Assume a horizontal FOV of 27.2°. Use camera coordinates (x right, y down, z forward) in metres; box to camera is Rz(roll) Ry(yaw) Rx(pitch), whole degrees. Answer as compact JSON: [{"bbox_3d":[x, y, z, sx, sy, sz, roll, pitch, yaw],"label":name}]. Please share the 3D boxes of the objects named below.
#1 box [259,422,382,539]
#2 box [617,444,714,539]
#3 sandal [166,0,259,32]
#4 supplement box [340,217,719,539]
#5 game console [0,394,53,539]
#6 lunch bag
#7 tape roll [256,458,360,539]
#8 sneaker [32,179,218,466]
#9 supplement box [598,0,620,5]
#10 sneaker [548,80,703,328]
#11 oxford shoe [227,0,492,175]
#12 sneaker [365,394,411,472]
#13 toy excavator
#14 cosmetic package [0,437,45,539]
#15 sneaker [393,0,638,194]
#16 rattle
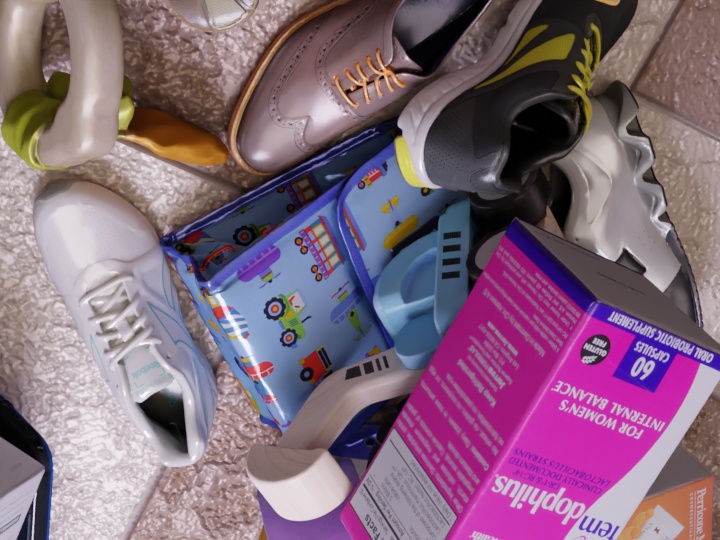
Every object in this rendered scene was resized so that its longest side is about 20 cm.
[{"bbox_3d":[-0.010,0.191,1.047,0.118,0.042,0.201,10,108,-16],"label":"box"},{"bbox_3d":[0.132,0.195,1.021,0.199,0.097,0.125,-16,119,-19],"label":"box"},{"bbox_3d":[-0.086,-0.237,0.833,0.080,0.054,0.202,-1,107,9],"label":"sandal"},{"bbox_3d":[0.089,0.092,0.804,0.101,0.103,0.201,21,107,-30],"label":"supplement box"},{"bbox_3d":[-0.286,0.170,0.939,0.118,0.170,0.201,-10,118,-37],"label":"game console"},{"bbox_3d":[0.000,0.000,0.951,0.199,0.094,0.151,-34,118,-12],"label":"lunch bag"},{"bbox_3d":[-0.006,0.223,0.928,0.065,0.200,0.201,-17,116,-3],"label":"tape roll"},{"bbox_3d":[-0.140,0.034,0.928,0.070,0.080,0.201,-26,114,2],"label":"sneaker"},{"bbox_3d":[0.075,-0.218,0.797,0.110,0.200,0.086,16,108,-18],"label":"supplement box"},{"bbox_3d":[0.162,-0.016,0.978,0.088,0.074,0.201,-24,106,-2],"label":"sneaker"},{"bbox_3d":[0.000,-0.127,0.891,0.200,0.073,0.071,-43,115,8],"label":"oxford shoe"},{"bbox_3d":[0.081,0.102,0.973,0.200,0.075,0.079,-39,143,-27],"label":"sneaker"},{"bbox_3d":[0.036,0.049,0.889,0.199,0.195,0.100,-20,125,21],"label":"toy excavator"},{"bbox_3d":[-0.322,0.161,0.868,0.199,0.123,0.201,31,111,11],"label":"cosmetic package"},{"bbox_3d":[0.112,-0.106,0.886,0.200,0.084,0.075,-44,136,-22],"label":"sneaker"},{"bbox_3d":[-0.139,-0.161,0.851,0.142,0.130,0.202,-5,88,-21],"label":"rattle"}]
